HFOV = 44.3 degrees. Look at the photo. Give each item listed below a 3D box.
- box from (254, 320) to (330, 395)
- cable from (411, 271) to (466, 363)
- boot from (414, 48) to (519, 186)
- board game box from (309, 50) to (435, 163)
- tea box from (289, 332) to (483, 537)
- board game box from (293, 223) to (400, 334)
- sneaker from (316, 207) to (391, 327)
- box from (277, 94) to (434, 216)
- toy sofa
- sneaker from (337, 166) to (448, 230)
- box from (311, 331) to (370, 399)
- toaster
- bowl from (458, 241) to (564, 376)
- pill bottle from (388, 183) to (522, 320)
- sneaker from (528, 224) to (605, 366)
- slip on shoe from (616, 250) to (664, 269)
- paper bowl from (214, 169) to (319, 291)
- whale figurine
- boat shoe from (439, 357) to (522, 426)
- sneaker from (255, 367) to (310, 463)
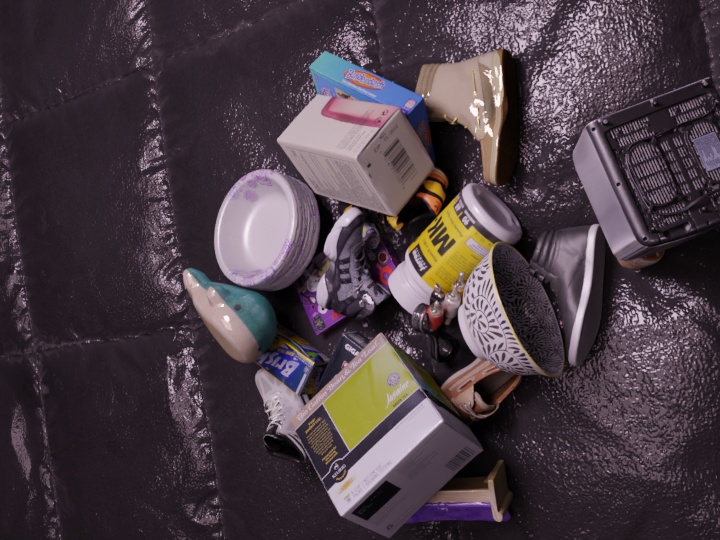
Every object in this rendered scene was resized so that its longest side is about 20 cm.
[{"bbox_3d":[-0.148,0.137,1.564,0.199,0.064,0.071,34,105,28],"label":"box"},{"bbox_3d":[0.121,0.091,1.319,0.050,0.097,0.201,30,147,30],"label":"cable"},{"bbox_3d":[0.157,-0.225,1.343,0.154,0.073,0.203,-1,90,32],"label":"boot"},{"bbox_3d":[0.020,-0.244,1.391,0.199,0.153,0.045,31,69,27],"label":"board game box"},{"bbox_3d":[0.035,0.241,1.304,0.200,0.133,0.197,-43,46,8],"label":"tea box"},{"bbox_3d":[-0.024,0.011,1.501,0.199,0.032,0.121,-35,78,29],"label":"board game box"},{"bbox_3d":[0.000,0.000,1.412,0.113,0.075,0.201,31,131,20],"label":"sneaker"},{"bbox_3d":[-0.008,-0.179,1.347,0.199,0.128,0.109,21,66,47],"label":"box"},{"bbox_3d":[0.129,0.355,1.360,0.198,0.083,0.099,-7,97,22],"label":"toy sofa"},{"bbox_3d":[0.042,-0.101,1.389,0.198,0.070,0.091,-14,44,30],"label":"sneaker"},{"bbox_3d":[0.022,0.222,1.468,0.199,0.046,0.160,35,110,26],"label":"box"},{"bbox_3d":[0.392,-0.118,1.125,0.179,0.119,0.202,-21,80,-5],"label":"toaster"},{"bbox_3d":[0.200,0.071,1.252,0.094,0.200,0.203,-28,78,28],"label":"bowl"},{"bbox_3d":[0.139,-0.024,1.340,0.200,0.114,0.115,-48,68,25],"label":"pill bottle"},{"bbox_3d":[0.291,0.032,1.275,0.098,0.070,0.203,6,90,34],"label":"sneaker"},{"bbox_3d":[0.370,-0.101,1.219,0.061,0.075,0.202,134,129,-71],"label":"slip on shoe"},{"bbox_3d":[-0.150,-0.065,1.519,0.199,0.104,0.203,-9,75,39],"label":"paper bowl"},{"bbox_3d":[-0.220,0.063,1.508,0.103,0.160,0.200,-38,59,-17],"label":"whale figurine"},{"bbox_3d":[0.174,0.188,1.339,0.075,0.072,0.201,30,115,-15],"label":"boat shoe"},{"bbox_3d":[-0.138,0.248,1.533,0.201,0.115,0.076,48,116,22],"label":"sneaker"}]
